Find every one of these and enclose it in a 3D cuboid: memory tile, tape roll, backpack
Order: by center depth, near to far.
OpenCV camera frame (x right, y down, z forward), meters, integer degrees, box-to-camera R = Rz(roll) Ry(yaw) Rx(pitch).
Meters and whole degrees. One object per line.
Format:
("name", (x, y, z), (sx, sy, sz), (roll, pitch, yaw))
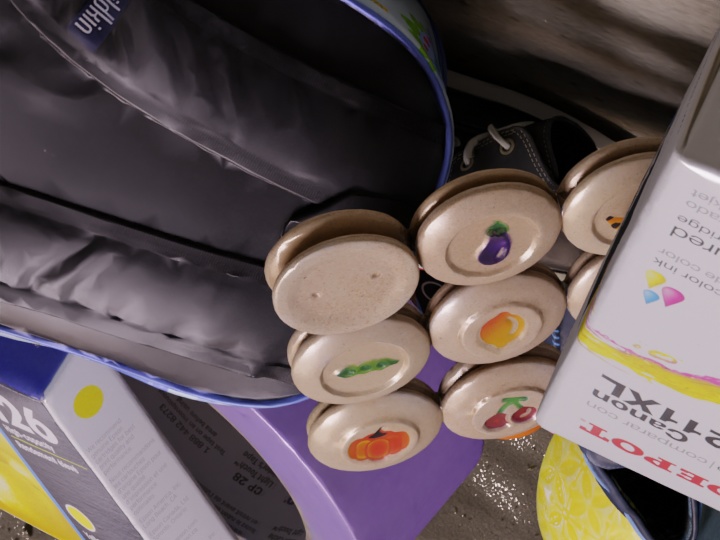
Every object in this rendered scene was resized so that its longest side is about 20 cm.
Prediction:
("memory tile", (0.072, 0.011, 0.771), (0.200, 0.017, 0.153), (-13, 144, -3))
("backpack", (-0.070, -0.059, 0.818), (0.200, 0.183, 0.147), (23, -161, -8))
("tape roll", (-0.049, 0.050, 0.975), (0.200, 0.085, 0.200), (34, 156, 18))

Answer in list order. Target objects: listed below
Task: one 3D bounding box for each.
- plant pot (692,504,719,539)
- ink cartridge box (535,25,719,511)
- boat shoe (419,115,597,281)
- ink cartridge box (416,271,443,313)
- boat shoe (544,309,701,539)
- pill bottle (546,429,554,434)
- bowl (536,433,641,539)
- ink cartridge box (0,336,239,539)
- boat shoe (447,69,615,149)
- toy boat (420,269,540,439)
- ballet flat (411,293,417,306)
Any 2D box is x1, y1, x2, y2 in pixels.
("plant pot", (0.268, 0.127, 1.003), (0.196, 0.196, 0.200), (26, 162, -1))
("ink cartridge box", (0.144, 0.009, 0.620), (0.146, 0.083, 0.200), (25, 157, 5))
("boat shoe", (0.067, -0.032, 0.869), (0.200, 0.068, 0.072), (11, -153, 25))
("ink cartridge box", (-0.019, -0.012, 1.222), (0.198, 0.043, 0.200), (6, -142, -27))
("boat shoe", (0.130, 0.057, 1.000), (0.200, 0.084, 0.069), (56, -168, -48))
("pill bottle", (0.194, 0.076, 1.255), (0.200, 0.109, 0.109), (28, 175, -26))
("bowl", (0.203, 0.135, 1.163), (0.200, 0.200, 0.108), (28, -160, -28))
("ink cartridge box", (-0.162, 0.051, 0.996), (0.198, 0.047, 0.200), (19, 150, 47))
("boat shoe", (0.032, -0.057, 0.950), (0.200, 0.060, 0.076), (25, 174, 9))
("toy boat", (0.086, 0.019, 1.070), (0.200, 0.131, 0.131), (28, 174, -27))
("ballet flat", (0.000, 0.000, 1.131), (0.072, 0.072, 0.200), (29, -142, -31))
